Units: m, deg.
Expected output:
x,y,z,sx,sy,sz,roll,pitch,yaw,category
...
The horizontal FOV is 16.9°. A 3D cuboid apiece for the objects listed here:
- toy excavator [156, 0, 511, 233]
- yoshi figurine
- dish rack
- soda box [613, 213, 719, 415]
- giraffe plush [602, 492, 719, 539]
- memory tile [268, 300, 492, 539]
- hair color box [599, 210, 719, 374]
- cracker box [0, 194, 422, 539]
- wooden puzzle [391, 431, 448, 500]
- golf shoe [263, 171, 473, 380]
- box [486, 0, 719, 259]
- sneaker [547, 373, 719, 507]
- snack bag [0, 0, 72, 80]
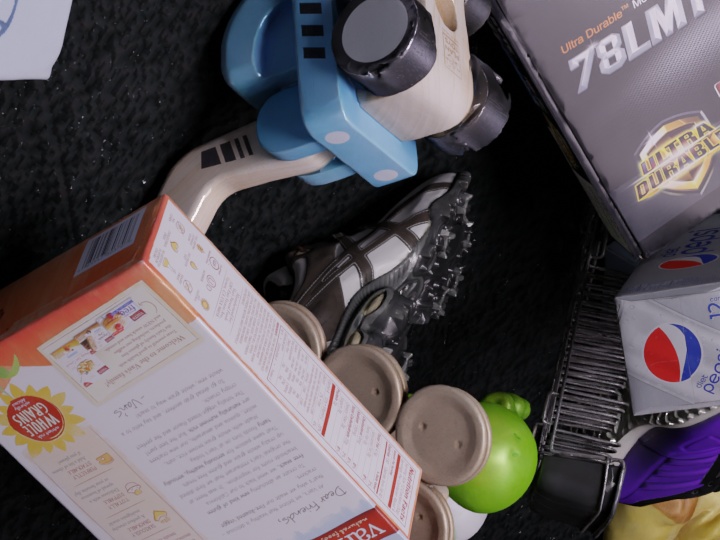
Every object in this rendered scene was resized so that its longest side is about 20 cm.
x,y,z,sx,sy,sz,roll,pitch,yaw,category
-0.035,-0.073,1.192,0.100,0.200,0.195,34,46,-53,toy excavator
0.061,0.126,1.397,0.112,0.112,0.200,-31,157,-2,yoshi figurine
0.138,0.050,1.423,0.153,0.055,0.200,90,12,-79,dish rack
0.191,0.020,1.339,0.200,0.063,0.068,-41,121,-69,soda box
0.252,0.223,1.678,0.200,0.162,0.173,-44,142,-17,giraffe plush
-0.036,0.095,1.226,0.017,0.200,0.153,-8,121,-61,memory tile
0.245,-0.002,1.590,0.200,0.061,0.099,-27,135,-33,hair color box
-0.083,0.074,1.150,0.134,0.058,0.200,-28,117,27,cracker box
-0.023,0.165,1.310,0.037,0.185,0.200,16,107,-27,wooden puzzle
0.000,0.000,1.305,0.200,0.094,0.078,-54,154,-51,golf shoe
0.180,-0.140,1.309,0.200,0.050,0.199,-33,115,-3,box
0.210,0.095,1.505,0.099,0.200,0.070,22,55,-25,sneaker
-0.181,-0.169,1.010,0.188,0.021,0.200,-6,121,-47,snack bag
